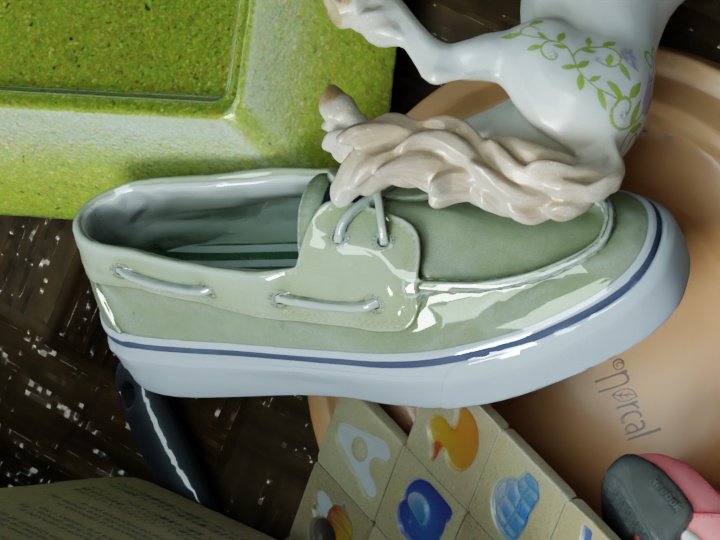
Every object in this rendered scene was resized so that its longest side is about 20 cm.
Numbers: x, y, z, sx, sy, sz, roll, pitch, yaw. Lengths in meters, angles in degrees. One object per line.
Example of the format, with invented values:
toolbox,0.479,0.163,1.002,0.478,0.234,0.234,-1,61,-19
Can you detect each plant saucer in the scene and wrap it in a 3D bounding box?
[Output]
plant saucer,-0.083,-0.117,0.985,0.199,0.048,0.200,4,85,25
plant saucer,0.072,0.027,0.943,0.200,0.032,0.201,1,93,25

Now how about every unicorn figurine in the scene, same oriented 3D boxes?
unicorn figurine,0.066,-0.092,0.906,0.137,0.074,0.200,8,68,17

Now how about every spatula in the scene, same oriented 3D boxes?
spatula,-0.044,0.121,1.001,0.057,0.021,0.200,-37,68,49

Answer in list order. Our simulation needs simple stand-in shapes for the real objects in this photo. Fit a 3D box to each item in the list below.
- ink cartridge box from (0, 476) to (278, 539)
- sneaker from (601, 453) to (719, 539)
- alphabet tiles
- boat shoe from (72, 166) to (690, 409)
ink cartridge box,-0.066,0.129,0.893,0.200,0.165,0.075,21,106,40
sneaker,0.158,0.116,0.884,0.200,0.074,0.087,43,70,9
alphabet tiles,0.039,0.132,0.923,0.200,0.006,0.167,45,131,35
boat shoe,0.000,0.000,0.910,0.200,0.062,0.072,-7,44,26
